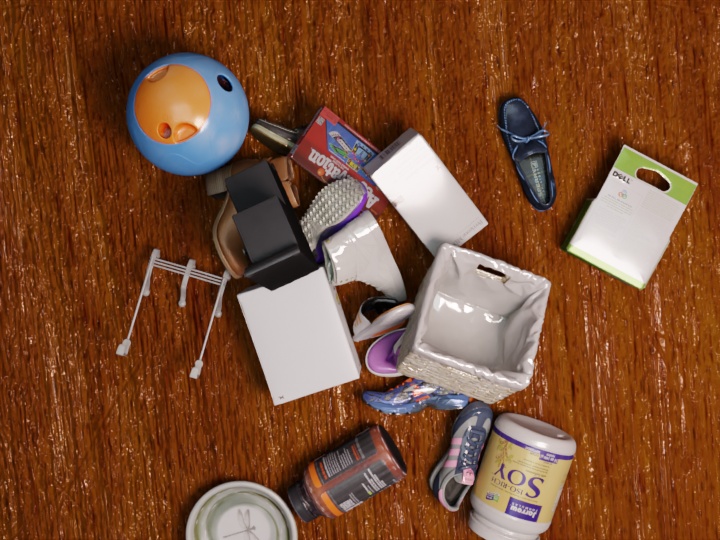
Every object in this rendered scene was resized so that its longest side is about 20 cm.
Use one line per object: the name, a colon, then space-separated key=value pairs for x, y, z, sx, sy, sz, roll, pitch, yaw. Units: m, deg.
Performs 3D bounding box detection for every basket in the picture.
basket: x=0.181 y=0.096 z=1.625 sx=0.197 sy=0.161 sz=0.201 roll=19 pitch=65 yaw=-3

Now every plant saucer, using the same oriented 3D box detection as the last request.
plant saucer: x=-0.210 y=0.469 z=1.767 sx=0.199 sy=0.050 sz=0.201 roll=0 pitch=94 yaw=2

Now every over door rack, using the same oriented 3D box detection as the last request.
over door rack: x=-0.323 y=0.077 z=1.722 sx=0.147 sy=0.067 sz=0.201 roll=16 pitch=75 yaw=1

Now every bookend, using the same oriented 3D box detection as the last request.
bookend: x=-0.157 y=-0.084 z=1.557 sx=0.092 sy=0.200 sz=0.199 roll=-24 pitch=82 yaw=2

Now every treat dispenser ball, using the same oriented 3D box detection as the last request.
treat dispenser ball: x=-0.285 y=-0.257 z=1.633 sx=0.200 sy=0.201 sz=0.202 roll=0 pitch=95 yaw=2

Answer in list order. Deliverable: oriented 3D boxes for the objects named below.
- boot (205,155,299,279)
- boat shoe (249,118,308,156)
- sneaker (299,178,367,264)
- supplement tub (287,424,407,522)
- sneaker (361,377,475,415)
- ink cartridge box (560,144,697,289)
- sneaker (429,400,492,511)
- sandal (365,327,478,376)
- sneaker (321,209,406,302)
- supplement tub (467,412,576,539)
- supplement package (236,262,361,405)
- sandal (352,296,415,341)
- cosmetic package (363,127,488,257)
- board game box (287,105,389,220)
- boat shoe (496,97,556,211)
boot: x=-0.176 y=-0.094 z=1.696 sx=0.154 sy=0.074 sz=0.201 roll=-11 pitch=93 yaw=12
boat shoe: x=-0.091 y=-0.217 z=1.694 sx=0.199 sy=0.073 sz=0.065 roll=25 pitch=81 yaw=-17
sneaker: x=-0.042 y=-0.080 z=1.682 sx=0.200 sy=0.099 sz=0.070 roll=-45 pitch=59 yaw=30
supplement tub: x=-0.026 y=0.359 z=1.723 sx=0.200 sy=0.107 sz=0.107 roll=-31 pitch=93 yaw=4
sneaker: x=0.099 y=0.208 z=1.730 sx=0.199 sy=0.075 sz=0.079 roll=-5 pitch=86 yaw=-5
ink cartridge box: x=0.456 y=-0.090 z=1.681 sx=0.147 sy=0.076 sz=0.201 roll=28 pitch=94 yaw=0
sneaker: x=0.185 y=0.324 z=1.703 sx=0.070 sy=0.082 sz=0.201 roll=12 pitch=111 yaw=-20
sandal: x=0.104 y=0.125 z=1.713 sx=0.202 sy=0.050 sz=0.083 roll=-16 pitch=62 yaw=-2
sneaker: x=0.000 y=0.000 z=1.668 sx=0.115 sy=0.074 sz=0.200 roll=-32 pitch=129 yaw=-6
supplement tub: x=0.272 y=0.360 z=1.691 sx=0.145 sy=0.145 sz=0.201 roll=18 pitch=95 yaw=1
supplement package: x=-0.101 y=0.106 z=1.702 sx=0.155 sy=0.111 sz=0.201 roll=-18 pitch=94 yaw=4
sandal: x=0.038 y=0.069 z=1.661 sx=0.079 sy=0.207 sz=0.059 roll=-15 pitch=78 yaw=-22
cosmetic package: x=0.109 y=-0.127 z=1.664 sx=0.113 sy=0.081 sz=0.200 roll=-41 pitch=108 yaw=4
board game box: x=-0.019 y=-0.178 z=1.668 sx=0.200 sy=0.019 sz=0.103 roll=35 pitch=89 yaw=-30
boat shoe: x=0.295 y=-0.202 z=1.681 sx=0.084 sy=0.069 sz=0.201 roll=-25 pitch=93 yaw=4
